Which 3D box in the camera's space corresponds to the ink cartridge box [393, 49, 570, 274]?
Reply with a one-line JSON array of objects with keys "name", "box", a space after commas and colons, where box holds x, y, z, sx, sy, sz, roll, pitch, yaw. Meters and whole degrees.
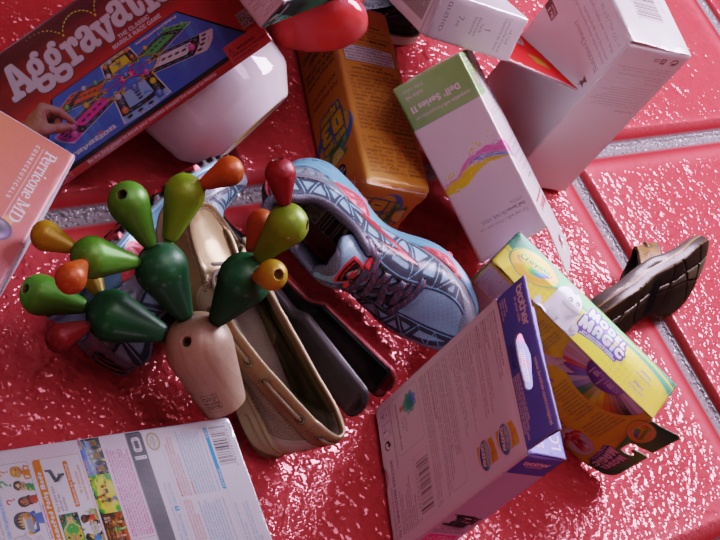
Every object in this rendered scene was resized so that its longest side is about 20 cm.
[{"name": "ink cartridge box", "box": [0.106, -0.082, 1.159, 0.202, 0.067, 0.117, 62, 13, -5]}]

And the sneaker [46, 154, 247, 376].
[{"name": "sneaker", "box": [-0.139, -0.002, 0.985, 0.096, 0.079, 0.200, 51, 52, -14]}]

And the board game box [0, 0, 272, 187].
[{"name": "board game box", "box": [-0.173, -0.153, 0.984, 0.104, 0.199, 0.019, 55, 1, -12]}]

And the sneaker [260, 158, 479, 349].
[{"name": "sneaker", "box": [0.000, 0.000, 1.048, 0.199, 0.080, 0.095, 37, 22, 6]}]

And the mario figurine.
[{"name": "mario figurine", "box": [-0.058, -0.260, 1.105, 0.200, 0.106, 0.123, 47, 31, 19]}]

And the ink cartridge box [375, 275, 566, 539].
[{"name": "ink cartridge box", "box": [0.080, 0.106, 0.954, 0.041, 0.200, 0.121, 11, 52, -27]}]

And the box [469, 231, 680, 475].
[{"name": "box", "box": [0.163, 0.073, 1.096, 0.200, 0.117, 0.048, 46, 58, 3]}]

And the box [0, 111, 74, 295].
[{"name": "box", "box": [-0.309, -0.045, 0.864, 0.198, 0.106, 0.153, 30, 45, -12]}]

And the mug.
[{"name": "mug", "box": [-0.126, -0.177, 1.074, 0.153, 0.149, 0.187, 48, 50, -5]}]

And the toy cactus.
[{"name": "toy cactus", "box": [-0.113, 0.020, 0.861, 0.103, 0.197, 0.167, -104, 172, -66]}]

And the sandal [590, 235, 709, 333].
[{"name": "sandal", "box": [0.256, 0.011, 1.258, 0.199, 0.083, 0.054, -26, 52, -37]}]

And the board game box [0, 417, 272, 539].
[{"name": "board game box", "box": [-0.152, 0.181, 0.833, 0.198, 0.064, 0.149, -3, 58, -38]}]

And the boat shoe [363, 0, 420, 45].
[{"name": "boat shoe", "box": [-0.015, -0.262, 1.266, 0.197, 0.066, 0.075, 12, 52, -28]}]

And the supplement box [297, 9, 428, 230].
[{"name": "supplement box", "box": [-0.001, -0.133, 1.178, 0.068, 0.067, 0.202, 7, 54, -31]}]

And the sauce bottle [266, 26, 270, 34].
[{"name": "sauce bottle", "box": [-0.137, -0.279, 1.195, 0.200, 0.065, 0.065, 43, 44, 7]}]

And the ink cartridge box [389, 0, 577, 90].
[{"name": "ink cartridge box", "box": [0.090, -0.241, 1.200, 0.174, 0.045, 0.201, 12, 27, -33]}]

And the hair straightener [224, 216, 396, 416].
[{"name": "hair straightener", "box": [-0.062, 0.030, 1.027, 0.200, 0.041, 0.077, 49, 44, 7]}]

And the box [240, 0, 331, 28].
[{"name": "box", "box": [-0.051, -0.268, 1.017, 0.145, 0.036, 0.199, 55, 40, 1]}]

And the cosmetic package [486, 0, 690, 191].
[{"name": "cosmetic package", "box": [0.197, -0.177, 1.256, 0.080, 0.200, 0.114, 5, 52, -33]}]

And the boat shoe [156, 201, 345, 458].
[{"name": "boat shoe", "box": [-0.073, 0.036, 0.939, 0.073, 0.062, 0.203, -44, 116, -55]}]
